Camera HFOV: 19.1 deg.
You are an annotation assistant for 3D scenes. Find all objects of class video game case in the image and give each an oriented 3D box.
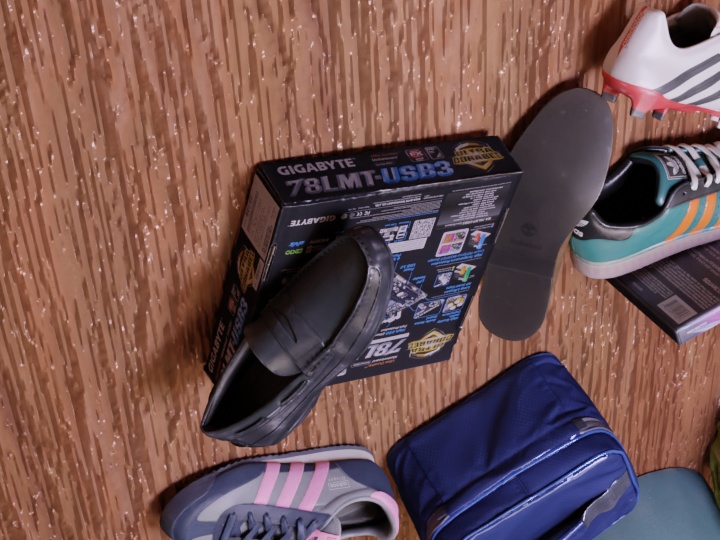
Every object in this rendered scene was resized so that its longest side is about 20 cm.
[{"bbox_3d":[0.297,-0.025,1.680,0.200,0.143,0.019,-28,122,-9],"label":"video game case"}]

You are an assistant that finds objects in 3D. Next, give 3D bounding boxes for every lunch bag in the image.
[{"bbox_3d":[0.126,0.186,1.789,0.200,0.132,0.136,-34,144,-2],"label":"lunch bag"}]

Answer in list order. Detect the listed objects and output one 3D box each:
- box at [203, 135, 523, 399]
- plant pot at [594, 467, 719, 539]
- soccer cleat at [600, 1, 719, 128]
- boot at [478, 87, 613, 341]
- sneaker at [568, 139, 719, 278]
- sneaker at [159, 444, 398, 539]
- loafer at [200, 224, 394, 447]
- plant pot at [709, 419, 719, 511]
[{"bbox_3d":[0.000,0.000,1.547,0.199,0.050,0.199,-10,139,-28],"label":"box"},{"bbox_3d":[0.285,0.307,2.051,0.200,0.135,0.200,-21,142,-17],"label":"plant pot"},{"bbox_3d":[0.255,-0.151,1.566,0.200,0.069,0.085,1,117,-42],"label":"soccer cleat"},{"bbox_3d":[0.136,-0.051,1.600,0.075,0.073,0.200,-60,170,-66],"label":"boot"},{"bbox_3d":[0.251,-0.064,1.655,0.200,0.071,0.080,-27,146,-10],"label":"sneaker"},{"bbox_3d":[-0.058,0.193,1.692,0.199,0.082,0.070,-11,138,-30],"label":"sneaker"},{"bbox_3d":[-0.044,0.050,1.474,0.070,0.068,0.201,-4,138,-45],"label":"loafer"},{"bbox_3d":[0.436,0.185,2.008,0.184,0.201,0.201,-9,138,-15],"label":"plant pot"}]
